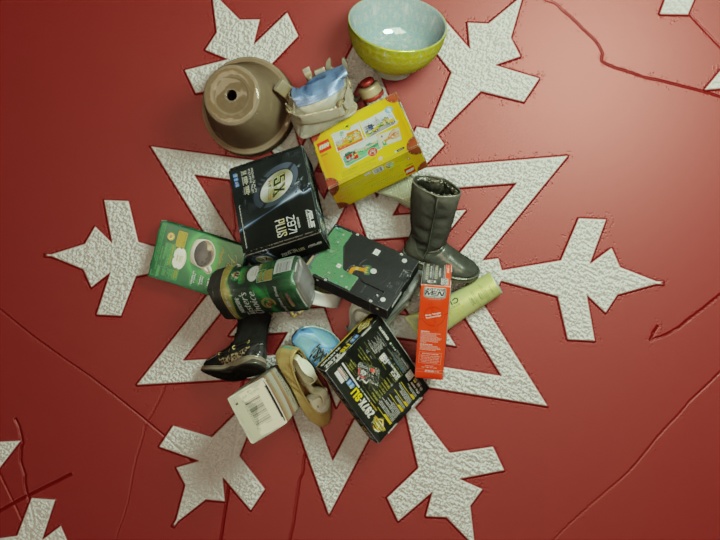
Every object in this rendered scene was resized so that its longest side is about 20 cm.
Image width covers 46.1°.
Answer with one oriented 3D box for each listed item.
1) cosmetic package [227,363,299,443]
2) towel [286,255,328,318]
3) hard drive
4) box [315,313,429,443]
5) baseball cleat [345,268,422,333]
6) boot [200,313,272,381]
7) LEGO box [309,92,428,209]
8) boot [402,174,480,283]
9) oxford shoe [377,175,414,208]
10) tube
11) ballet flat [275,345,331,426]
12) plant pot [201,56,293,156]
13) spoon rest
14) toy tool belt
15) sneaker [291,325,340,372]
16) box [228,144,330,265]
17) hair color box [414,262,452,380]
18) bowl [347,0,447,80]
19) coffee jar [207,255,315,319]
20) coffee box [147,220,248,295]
[{"bbox_3d":[-0.184,0.258,1.687,0.086,0.200,0.105,-30,91,6],"label":"cosmetic package"},{"bbox_3d":[-0.133,-0.021,1.760,0.142,0.023,0.202,-29,89,7],"label":"towel"},{"bbox_3d":[0.000,0.000,1.683,0.197,0.038,0.141,24,56,17],"label":"hard drive"},{"bbox_3d":[0.028,0.213,1.676,0.159,0.049,0.201,-43,113,-18],"label":"box"},{"bbox_3d":[0.046,0.059,1.720,0.106,0.070,0.201,39,95,1],"label":"baseball cleat"},{"bbox_3d":[-0.248,0.142,1.741,0.072,0.198,0.153,25,63,-32],"label":"boot"},{"bbox_3d":[0.014,-0.237,1.676,0.197,0.077,0.151,-24,57,7],"label":"LEGO box"},{"bbox_3d":[0.168,-0.080,1.651,0.178,0.073,0.202,16,128,2],"label":"boot"},{"bbox_3d":[0.072,-0.177,1.718,0.198,0.058,0.076,32,93,18],"label":"oxford shoe"},{"bbox_3d":[0.193,0.077,1.719,0.198,0.052,0.059,-31,61,11],"label":"tube"},{"bbox_3d":[-0.104,0.238,1.715,0.062,0.069,0.202,-12,119,43],"label":"ballet flat"},{"bbox_3d":[-0.238,-0.335,1.682,0.196,0.175,0.205,0,92,7],"label":"plant pot"},{"bbox_3d":[-0.136,0.030,1.717,0.196,0.061,0.101,17,105,5],"label":"spoon rest"},{"bbox_3d":[-0.062,-0.358,1.667,0.197,0.125,0.124,-28,118,-1],"label":"toy tool belt"},{"bbox_3d":[-0.056,0.184,1.726,0.198,0.090,0.079,35,96,3],"label":"sneaker"},{"bbox_3d":[-0.162,-0.123,1.690,0.161,0.086,0.203,-16,66,6],"label":"box"},{"bbox_3d":[0.142,0.099,1.657,0.060,0.102,0.204,4,115,6],"label":"hair color box"},{"bbox_3d":[0.067,-0.442,1.668,0.196,0.202,0.109,13,137,5],"label":"bowl"},{"bbox_3d":[-0.194,0.036,1.644,0.196,0.105,0.086,-8,47,20],"label":"coffee jar"},{"bbox_3d":[-0.335,-0.019,1.769,0.196,0.044,0.125,15,94,5],"label":"coffee box"}]
